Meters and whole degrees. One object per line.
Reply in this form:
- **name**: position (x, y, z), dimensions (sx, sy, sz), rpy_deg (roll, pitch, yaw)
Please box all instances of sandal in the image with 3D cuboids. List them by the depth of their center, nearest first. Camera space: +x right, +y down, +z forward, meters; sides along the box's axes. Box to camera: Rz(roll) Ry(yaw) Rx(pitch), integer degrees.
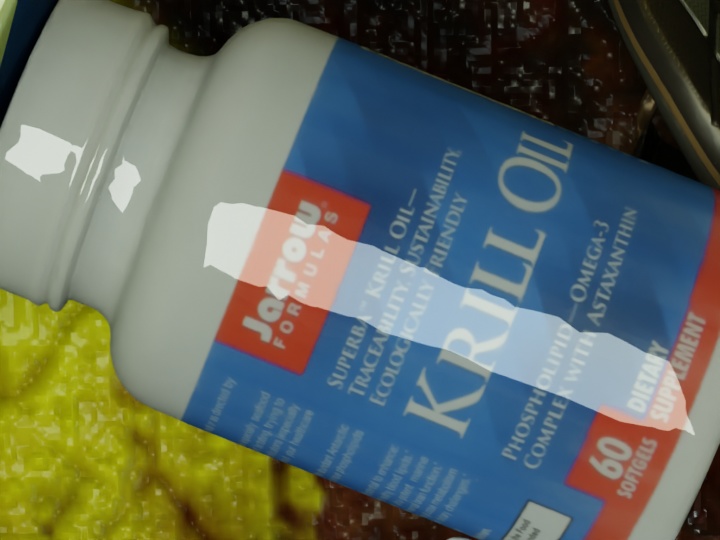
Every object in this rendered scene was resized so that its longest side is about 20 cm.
- **sandal**: position (0.113, -0.007, 0.833), dimensions (0.054, 0.082, 0.201), rpy_deg (-21, 104, 26)

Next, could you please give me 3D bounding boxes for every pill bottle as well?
- **pill bottle**: position (0.000, 0.000, 0.753), dimensions (0.199, 0.112, 0.113), rpy_deg (21, 97, -2)

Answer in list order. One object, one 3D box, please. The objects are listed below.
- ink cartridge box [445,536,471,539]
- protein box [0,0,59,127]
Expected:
- **ink cartridge box**: position (0.011, 0.182, 0.728), dimensions (0.116, 0.067, 0.201), rpy_deg (33, 94, 6)
- **protein box**: position (-0.195, -0.057, 0.762), dimensions (0.199, 0.199, 0.136), rpy_deg (24, 95, -2)
